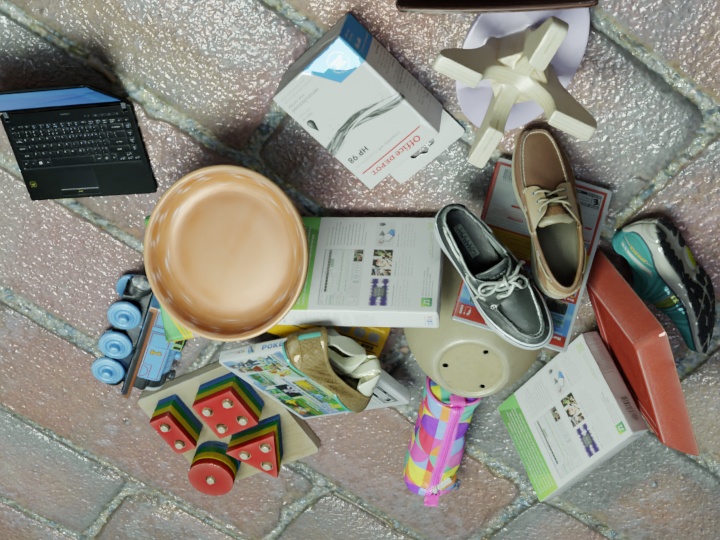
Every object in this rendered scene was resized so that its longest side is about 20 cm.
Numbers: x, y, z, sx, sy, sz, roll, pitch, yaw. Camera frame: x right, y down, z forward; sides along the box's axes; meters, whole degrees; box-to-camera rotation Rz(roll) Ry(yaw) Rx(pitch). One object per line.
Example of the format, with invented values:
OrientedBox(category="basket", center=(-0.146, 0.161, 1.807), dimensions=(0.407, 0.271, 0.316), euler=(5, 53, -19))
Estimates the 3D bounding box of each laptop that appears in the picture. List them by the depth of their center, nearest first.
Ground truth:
OrientedBox(category="laptop", center=(-0.365, -0.150, 1.337), dimensions=(0.176, 0.103, 0.201), euler=(-2, 125, 12))

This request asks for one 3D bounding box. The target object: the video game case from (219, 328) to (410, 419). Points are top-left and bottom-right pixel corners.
OrientedBox(category="video game case", center=(-0.059, 0.143, 1.487), dimensions=(0.182, 0.022, 0.200), euler=(-13, 145, 30))

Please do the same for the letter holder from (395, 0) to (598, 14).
OrientedBox(category="letter holder", center=(0.135, -0.325, 1.098), dimensions=(0.199, 0.142, 0.101), euler=(1, 126, 10))

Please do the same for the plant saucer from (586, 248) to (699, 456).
OrientedBox(category="plant saucer", center=(0.332, 0.102, 1.339), dimensions=(0.037, 0.200, 0.200), euler=(-23, 121, 1))

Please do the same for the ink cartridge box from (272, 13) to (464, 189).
OrientedBox(category="ink cartridge box", center=(0.014, -0.178, 1.272), dimensions=(0.200, 0.067, 0.116), euler=(41, 121, -19))

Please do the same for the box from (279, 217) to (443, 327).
OrientedBox(category="box", center=(0.000, 0.000, 1.347), dimensions=(0.199, 0.145, 0.036), euler=(2, 144, 8))

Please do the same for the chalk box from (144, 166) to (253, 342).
OrientedBox(category="chalk box", center=(-0.179, -0.025, 1.362), dimensions=(0.123, 0.124, 0.201), euler=(-9, 92, 16))

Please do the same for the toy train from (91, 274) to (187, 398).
OrientedBox(category="toy train", center=(-0.295, 0.091, 1.514), dimensions=(0.114, 0.087, 0.200), euler=(17, 127, -10))

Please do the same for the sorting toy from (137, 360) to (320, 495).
OrientedBox(category="sorting toy", center=(-0.196, 0.238, 1.610), dimensions=(0.199, 0.070, 0.199), euler=(-23, 119, 24))

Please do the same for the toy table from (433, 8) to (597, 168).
OrientedBox(category="toy table", center=(0.169, -0.214, 1.190), dimensions=(0.183, 0.117, 0.201), euler=(15, 128, -1))

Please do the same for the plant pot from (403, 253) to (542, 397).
OrientedBox(category="plant pot", center=(0.143, 0.082, 1.398), dimensions=(0.199, 0.135, 0.201), euler=(5, 127, 7))

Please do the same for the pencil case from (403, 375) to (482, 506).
OrientedBox(category="pencil case", center=(0.113, 0.230, 1.543), dimensions=(0.088, 0.089, 0.201), euler=(10, 126, 2))

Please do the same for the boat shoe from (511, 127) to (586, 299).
OrientedBox(category="boat shoe", center=(0.222, -0.067, 1.270), dimensions=(0.075, 0.072, 0.201), euler=(-14, 90, -1))

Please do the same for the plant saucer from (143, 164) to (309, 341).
OrientedBox(category="plant saucer", center=(-0.151, -0.020, 1.271), dimensions=(0.199, 0.037, 0.201), euler=(1, 95, 15))

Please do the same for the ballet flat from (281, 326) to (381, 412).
OrientedBox(category="ballet flat", center=(-0.019, 0.119, 1.358), dimensions=(0.072, 0.068, 0.200), euler=(-25, 142, 16))

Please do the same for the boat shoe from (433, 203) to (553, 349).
OrientedBox(category="boat shoe", center=(0.156, 0.006, 1.269), dimensions=(0.073, 0.068, 0.200), euler=(-31, 91, -3))

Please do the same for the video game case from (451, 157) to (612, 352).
OrientedBox(category="video game case", center=(0.203, -0.018, 1.315), dimensions=(0.142, 0.017, 0.201), euler=(16, 89, -2))

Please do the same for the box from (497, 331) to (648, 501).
OrientedBox(category="box", center=(0.270, 0.192, 1.439), dimensions=(0.036, 0.145, 0.200), euler=(-2, 148, -36))

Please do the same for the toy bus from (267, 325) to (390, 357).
OrientedBox(category="toy bus", center=(-0.062, 0.055, 1.456), dimensions=(0.199, 0.065, 0.079), euler=(19, 127, -4))

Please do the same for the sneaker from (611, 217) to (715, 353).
OrientedBox(category="sneaker", center=(0.377, 0.018, 1.363), dimensions=(0.079, 0.078, 0.200), euler=(-13, 120, 42))
